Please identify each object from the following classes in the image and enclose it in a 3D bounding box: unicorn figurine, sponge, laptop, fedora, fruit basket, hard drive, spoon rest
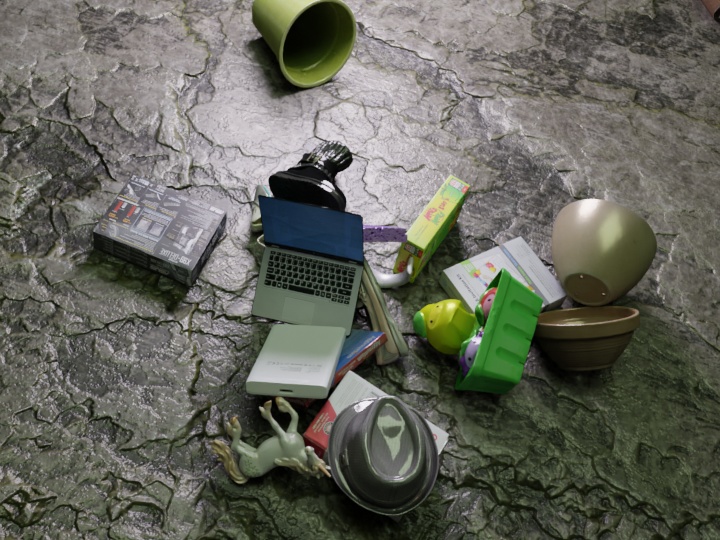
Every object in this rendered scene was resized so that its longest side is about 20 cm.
[{"bbox_3d":[-0.131,0.273,1.513,0.074,0.198,0.139,-16,80,-60],"label":"unicorn figurine"},{"bbox_3d":[-0.021,-0.068,1.772,0.110,0.030,0.198,-3,6,-41],"label":"sponge"},{"bbox_3d":[-0.095,-0.006,1.672,0.184,0.116,0.204,11,88,10],"label":"laptop"},{"bbox_3d":[0.040,0.263,1.482,0.174,0.091,0.203,7,55,-6],"label":"fedora"},{"bbox_3d":[0.193,0.101,1.704,0.211,0.156,0.219,2,71,-7],"label":"fruit basket"},{"bbox_3d":[-0.103,0.147,1.616,0.129,0.027,0.201,3,24,7],"label":"hard drive"},{"bbox_3d":[0.000,0.000,1.815,0.196,0.061,0.101,6,53,9],"label":"spoon rest"}]

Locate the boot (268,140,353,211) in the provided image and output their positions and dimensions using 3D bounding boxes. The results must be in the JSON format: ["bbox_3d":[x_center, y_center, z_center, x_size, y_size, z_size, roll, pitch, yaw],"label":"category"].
[{"bbox_3d":[-0.062,-0.178,1.879,0.157,0.080,0.210,-33,41,-31],"label":"boot"}]

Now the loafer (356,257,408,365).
[{"bbox_3d":[0.019,0.069,1.729,0.062,0.072,0.202,-25,77,1],"label":"loafer"}]

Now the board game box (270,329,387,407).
[{"bbox_3d":[-0.053,0.161,1.652,0.199,0.102,0.020,-37,112,-32],"label":"board game box"}]

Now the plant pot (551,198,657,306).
[{"bbox_3d":[0.443,-0.014,1.837,0.198,0.201,0.136,24,57,6],"label":"plant pot"}]

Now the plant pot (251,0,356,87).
[{"bbox_3d":[-0.140,-0.531,2.120,0.198,0.202,0.190,-23,47,-27],"label":"plant pot"}]

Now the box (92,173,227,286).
[{"bbox_3d":[-0.363,-0.076,1.784,0.197,0.050,0.159,21,51,3],"label":"box"}]

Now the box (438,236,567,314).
[{"bbox_3d":[0.270,0.033,1.854,0.198,0.041,0.157,-22,61,-26],"label":"box"}]

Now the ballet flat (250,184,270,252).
[{"bbox_3d":[-0.172,-0.079,1.822,0.063,0.068,0.201,-20,59,-18],"label":"ballet flat"}]

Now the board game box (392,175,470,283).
[{"bbox_3d":[0.136,-0.081,1.871,0.047,0.102,0.201,30,52,11],"label":"board game box"}]

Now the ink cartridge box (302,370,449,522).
[{"bbox_3d":[0.021,0.282,1.574,0.198,0.086,0.148,33,55,11],"label":"ink cartridge box"}]

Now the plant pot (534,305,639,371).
[{"bbox_3d":[0.402,0.125,1.753,0.197,0.200,0.095,-7,95,-18],"label":"plant pot"}]

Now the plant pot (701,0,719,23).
[{"bbox_3d":[0.954,-0.755,2.553,0.183,0.187,0.203,4,67,-10],"label":"plant pot"}]
